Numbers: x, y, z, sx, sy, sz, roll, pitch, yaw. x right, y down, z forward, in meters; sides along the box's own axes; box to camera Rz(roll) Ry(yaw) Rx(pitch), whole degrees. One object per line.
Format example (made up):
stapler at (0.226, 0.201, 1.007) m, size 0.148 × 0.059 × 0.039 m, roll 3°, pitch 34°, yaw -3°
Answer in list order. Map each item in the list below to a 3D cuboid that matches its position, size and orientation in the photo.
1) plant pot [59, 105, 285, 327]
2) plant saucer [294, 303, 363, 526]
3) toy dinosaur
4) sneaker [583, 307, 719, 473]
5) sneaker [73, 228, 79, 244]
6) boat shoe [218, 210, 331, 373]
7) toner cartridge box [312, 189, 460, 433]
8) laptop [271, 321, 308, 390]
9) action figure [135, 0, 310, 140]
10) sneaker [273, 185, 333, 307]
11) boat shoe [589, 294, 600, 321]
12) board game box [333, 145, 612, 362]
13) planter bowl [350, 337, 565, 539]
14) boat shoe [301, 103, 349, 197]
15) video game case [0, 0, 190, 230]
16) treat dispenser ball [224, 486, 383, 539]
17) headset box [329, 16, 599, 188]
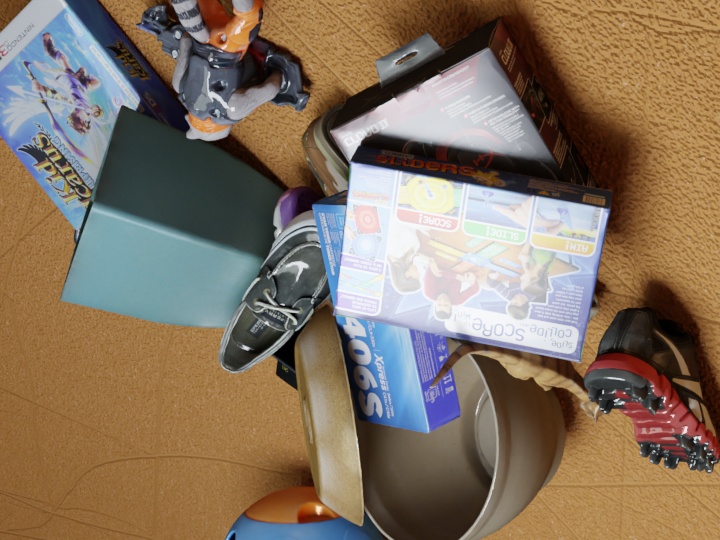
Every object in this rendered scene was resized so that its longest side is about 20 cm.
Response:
plant pot at (-0.164, -0.035, 1.633) m, size 0.198 × 0.142 × 0.142 m, roll 17°, pitch 136°, yaw -10°
plant saucer at (-0.031, 0.132, 1.531) m, size 0.200 × 0.035 × 0.202 m, roll 172°, pitch 90°, yaw -83°
toy dinosaur at (0.127, 0.066, 1.372) m, size 0.199 × 0.061 × 0.106 m, roll 19°, pitch -157°, yaw -33°
sneaker at (0.252, 0.097, 1.409) m, size 0.070 × 0.099 × 0.200 m, roll -2°, pitch 149°, yaw 35°
sneaker at (-0.253, -0.077, 1.794) m, size 0.066 × 0.078 × 0.200 m, roll 47°, pitch 147°, yaw 1°
boat shoe at (-0.069, 0.029, 1.549) m, size 0.072 × 0.071 × 0.200 m, roll 29°, pitch 132°, yaw -5°
toner cartridge box at (0.022, 0.034, 1.455) m, size 0.095 × 0.043 × 0.202 m, roll 4°, pitch 111°, yaw 48°
laptop at (-0.040, 0.129, 1.750) m, size 0.177 × 0.103 × 0.201 m, roll 35°, pitch 147°, yaw 17°
action figure at (-0.148, -0.203, 1.510) m, size 0.199 × 0.104 × 0.195 m, roll 22°, pitch 131°, yaw 30°
sneaker at (0.000, 0.000, 1.592) m, size 0.088 × 0.080 × 0.201 m, roll -25°, pitch 104°, yaw 44°
boat shoe at (0.115, -0.016, 1.440) m, size 0.200 × 0.071 × 0.063 m, roll 42°, pitch 142°, yaw 2°
board game box at (0.084, -0.012, 1.308) m, size 0.198 × 0.035 × 0.136 m, roll 11°, pitch 118°, yaw 7°
planter bowl at (0.100, 0.148, 1.543) m, size 0.199 × 0.134 × 0.202 m, roll 0°, pitch 90°, yaw 49°
boat shoe at (0.021, -0.054, 1.514) m, size 0.201 × 0.072 × 0.068 m, roll 58°, pitch 149°, yaw 1°
video game case at (-0.286, -0.166, 1.703) m, size 0.181 × 0.045 × 0.200 m, roll -34°, pitch 97°, yaw 38°
treat dispenser ball at (-0.064, 0.346, 1.928) m, size 0.200 × 0.201 × 0.202 m, roll 30°, pitch 145°, yaw 24°
headset box at (0.082, -0.089, 1.333) m, size 0.148 × 0.075 × 0.201 m, roll -26°, pitch 109°, yaw 23°
